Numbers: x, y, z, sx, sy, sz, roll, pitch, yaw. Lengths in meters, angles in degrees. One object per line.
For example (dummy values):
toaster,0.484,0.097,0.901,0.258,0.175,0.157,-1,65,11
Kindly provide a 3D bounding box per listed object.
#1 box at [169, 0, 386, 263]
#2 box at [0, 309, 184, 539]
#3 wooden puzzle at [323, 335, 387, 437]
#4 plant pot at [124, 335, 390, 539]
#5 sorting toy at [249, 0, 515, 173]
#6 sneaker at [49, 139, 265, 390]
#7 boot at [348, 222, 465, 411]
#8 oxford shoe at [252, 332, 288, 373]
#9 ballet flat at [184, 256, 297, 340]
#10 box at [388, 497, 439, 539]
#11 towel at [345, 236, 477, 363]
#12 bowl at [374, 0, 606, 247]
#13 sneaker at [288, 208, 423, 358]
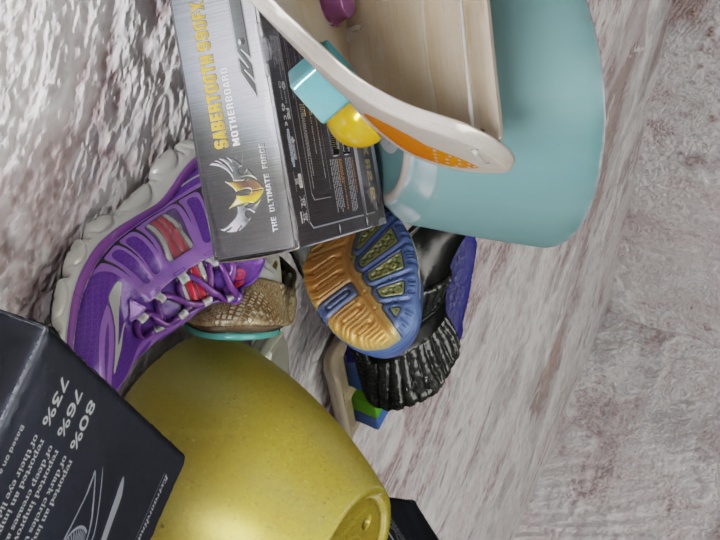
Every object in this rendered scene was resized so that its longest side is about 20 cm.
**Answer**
box,-0.045,-0.113,0.753,0.158,0.048,0.202,-23,104,-72
box,-0.170,0.104,0.584,0.200,0.104,0.149,71,39,-66
wooden puzzle,0.025,0.063,1.338,0.186,0.046,0.201,80,30,-59
plant pot,-0.066,0.157,0.877,0.200,0.141,0.201,-43,144,-43
sorting toy,-0.013,-0.154,0.652,0.180,0.106,0.202,22,61,-60
sneaker,-0.101,0.000,0.755,0.081,0.083,0.200,91,23,-45
boot,0.062,0.000,1.152,0.211,0.079,0.158,-36,120,-15
oxford shoe,-0.064,0.129,1.048,0.075,0.057,0.201,-49,150,-51
ballet flat,-0.074,0.009,0.874,0.200,0.070,0.066,169,-71,-88
box,-0.024,0.279,1.092,0.199,0.124,0.198,-35,165,5
towel,0.045,-0.024,1.227,0.147,0.049,0.202,-9,111,-45
bowl,0.053,-0.105,0.838,0.201,0.104,0.202,170,-90,-73
sneaker,0.000,0.000,0.913,0.075,0.200,0.088,-30,130,0
